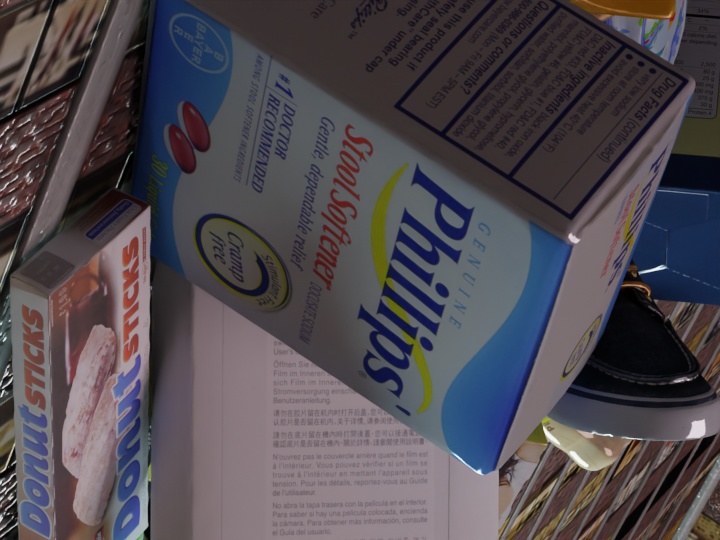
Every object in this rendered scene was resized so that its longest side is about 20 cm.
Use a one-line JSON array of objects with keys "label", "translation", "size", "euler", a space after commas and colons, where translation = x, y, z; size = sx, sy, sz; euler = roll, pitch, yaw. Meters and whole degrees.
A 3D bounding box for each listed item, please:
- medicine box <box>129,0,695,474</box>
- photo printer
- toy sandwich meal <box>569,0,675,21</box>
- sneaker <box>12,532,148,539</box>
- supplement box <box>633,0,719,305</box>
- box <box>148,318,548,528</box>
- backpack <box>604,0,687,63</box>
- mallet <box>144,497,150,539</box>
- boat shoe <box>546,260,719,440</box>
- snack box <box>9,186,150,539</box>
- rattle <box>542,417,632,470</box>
[{"label": "medicine box", "translation": [0.015, -0.044, 1.216], "size": [0.103, 0.200, 0.182], "euler": [-48, 164, -32]}, {"label": "photo printer", "translation": [-0.016, 0.060, 1.343], "size": [0.069, 0.166, 0.200], "euler": [-178, -92, -69]}, {"label": "toy sandwich meal", "translation": [0.097, -0.190, 1.228], "size": [0.205, 0.070, 0.205], "euler": [-3, 96, -36]}, {"label": "sneaker", "translation": [-0.115, 0.154, 1.448], "size": [0.077, 0.089, 0.200], "euler": [-53, 163, -21]}, {"label": "supplement box", "translation": [0.178, -0.105, 1.617], "size": [0.200, 0.134, 0.200], "euler": [75, 21, -72]}, {"label": "box", "translation": [-0.015, 0.077, 1.424], "size": [0.050, 0.200, 0.075], "euler": [-104, -148, -50]}, {"label": "backpack", "translation": [0.095, -0.154, 1.388], "size": [0.200, 0.154, 0.163], "euler": [8, 89, -59]}, {"label": "mallet", "translation": [-0.089, 0.130, 1.494], "size": [0.066, 0.041, 0.200], "euler": [-52, -177, 2]}, {"label": "boat shoe", "translation": [0.103, 0.011, 1.343], "size": [0.071, 0.200, 0.091], "euler": [-4, 107, -23]}, {"label": "snack box", "translation": [-0.122, 0.060, 1.283], "size": [0.072, 0.024, 0.200], "euler": [-46, 152, -40]}, {"label": "rattle", "translation": [0.100, 0.050, 1.776], "size": [0.143, 0.130, 0.200], "euler": [-52, -160, 36]}]
